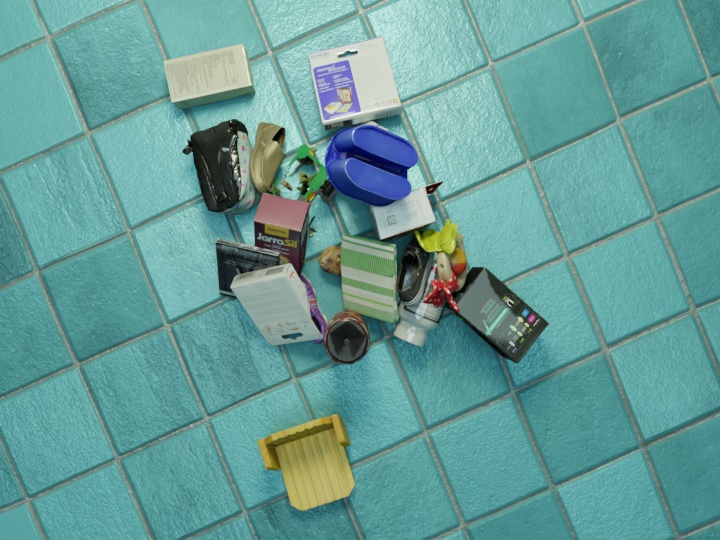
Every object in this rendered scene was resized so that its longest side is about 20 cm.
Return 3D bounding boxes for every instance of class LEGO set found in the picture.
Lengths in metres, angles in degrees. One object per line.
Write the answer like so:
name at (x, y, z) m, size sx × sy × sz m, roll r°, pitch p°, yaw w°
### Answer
LEGO set at (-0.128, -0.187, 1.512) m, size 0.152 × 0.116 × 0.202 m, roll 31°, pitch 87°, yaw 29°

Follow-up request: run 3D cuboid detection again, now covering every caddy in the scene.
caddy at (0.023, -0.215, 1.294) m, size 0.197 × 0.105 × 0.144 m, roll 17°, pitch 84°, yaw -25°

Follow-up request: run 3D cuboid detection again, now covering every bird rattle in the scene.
bird rattle at (0.203, -0.010, 1.389) m, size 0.111 × 0.162 × 0.204 m, roll -14°, pitch 91°, yaw 34°

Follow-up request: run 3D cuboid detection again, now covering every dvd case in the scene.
dvd case at (-0.264, 0.009, 1.470) m, size 0.145 × 0.202 × 0.016 m, roll 12°, pitch 51°, yaw 0°

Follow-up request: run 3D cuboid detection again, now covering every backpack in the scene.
backpack at (-0.312, -0.235, 1.477) m, size 0.164 × 0.126 × 0.205 m, roll -14°, pitch 87°, yaw 29°

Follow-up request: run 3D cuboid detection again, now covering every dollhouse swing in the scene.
dollhouse swing at (-0.117, 0.464, 1.485) m, size 0.196 × 0.182 × 0.179 m, roll -17°, pitch 71°, yaw 0°

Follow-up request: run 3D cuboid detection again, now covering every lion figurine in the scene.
lion figurine at (0.000, 0.000, 1.518) m, size 0.199 × 0.073 × 0.123 m, roll 41°, pitch 103°, yaw -6°

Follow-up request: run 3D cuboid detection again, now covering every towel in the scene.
towel at (0.021, 0.019, 1.452) m, size 0.150 × 0.023 × 0.204 m, roll 14°, pitch 124°, yaw 26°

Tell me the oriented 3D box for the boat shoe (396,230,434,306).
boat shoe at (0.118, -0.019, 1.423) m, size 0.069 × 0.066 × 0.203 m, roll -2°, pitch 55°, yaw 32°

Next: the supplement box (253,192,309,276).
supplement box at (-0.181, -0.070, 1.433) m, size 0.108 × 0.202 × 0.087 m, roll 12°, pitch 54°, yaw 0°

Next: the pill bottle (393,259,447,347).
pill bottle at (0.150, 0.074, 1.499) m, size 0.109 × 0.111 × 0.204 m, roll 22°, pitch 91°, yaw -1°

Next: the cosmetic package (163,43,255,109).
cosmetic package at (-0.360, -0.464, 1.505) m, size 0.195 × 0.071 × 0.108 m, roll -10°, pitch 91°, yaw 0°

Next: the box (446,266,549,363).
box at (0.317, 0.102, 1.481) m, size 0.199 × 0.149 × 0.125 m, roll 40°, pitch 90°, yaw -1°

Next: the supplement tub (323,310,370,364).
supplement tub at (-0.032, 0.151, 1.455) m, size 0.104 × 0.200 × 0.110 m, roll 0°, pitch 91°, yaw -2°

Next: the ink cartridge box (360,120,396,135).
ink cartridge box at (0.013, -0.257, 1.442) m, size 0.144 × 0.200 × 0.084 m, roll -38°, pitch 117°, yaw 1°

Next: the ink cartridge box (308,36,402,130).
ink cartridge box at (-0.014, -0.451, 1.510) m, size 0.194 × 0.043 × 0.204 m, roll -12°, pitch 72°, yaw -1°

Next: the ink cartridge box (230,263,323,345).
ink cartridge box at (-0.188, 0.084, 1.466) m, size 0.159 × 0.051 × 0.202 m, roll -11°, pitch 128°, yaw 26°

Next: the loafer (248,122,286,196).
loafer at (-0.215, -0.269, 1.473) m, size 0.066 × 0.076 × 0.204 m, roll -8°, pitch 65°, yaw 17°

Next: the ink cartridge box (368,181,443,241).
ink cartridge box at (0.112, -0.131, 1.449) m, size 0.172 × 0.200 × 0.086 m, roll -18°, pitch 90°, yaw 0°

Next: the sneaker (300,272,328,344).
sneaker at (-0.133, 0.086, 1.512) m, size 0.080 × 0.083 × 0.202 m, roll -32°, pitch 91°, yaw 0°
